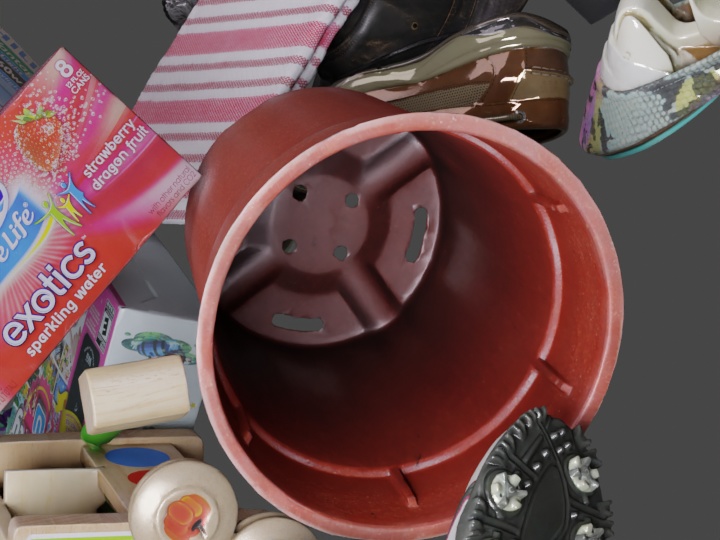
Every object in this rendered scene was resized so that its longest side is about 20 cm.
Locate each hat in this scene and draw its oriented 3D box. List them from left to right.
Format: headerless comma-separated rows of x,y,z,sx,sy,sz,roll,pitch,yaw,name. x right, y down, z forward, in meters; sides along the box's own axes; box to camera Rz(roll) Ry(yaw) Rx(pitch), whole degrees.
0.014,-0.167,1.165,0.200,0.081,0.201,-36,33,28,hat

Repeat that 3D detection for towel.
-0.078,-0.107,1.120,0.146,0.030,0.201,4,59,50,towel

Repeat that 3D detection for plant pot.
0.000,0.000,0.920,0.201,0.200,0.195,-51,23,4,plant pot

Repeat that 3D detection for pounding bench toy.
-0.124,0.122,0.919,0.156,0.123,0.202,-146,59,-66,pounding bench toy

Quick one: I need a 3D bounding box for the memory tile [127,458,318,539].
-0.082,0.198,0.853,0.201,0.153,0.017,-56,20,-2,memory tile

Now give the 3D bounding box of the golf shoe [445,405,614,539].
0.047,0.151,0.801,0.088,0.077,0.201,-23,41,51,golf shoe

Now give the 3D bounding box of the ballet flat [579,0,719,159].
0.171,-0.121,0.910,0.199,0.071,0.070,-25,41,40,ballet flat

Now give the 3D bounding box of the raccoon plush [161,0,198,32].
-0.049,-0.215,1.304,0.199,0.097,0.135,-20,37,36,raccoon plush

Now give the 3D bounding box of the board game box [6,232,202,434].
-0.153,0.090,1.075,0.148,0.064,0.201,46,123,60,board game box

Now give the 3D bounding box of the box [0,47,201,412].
-0.187,-0.004,0.953,0.200,0.100,0.095,-50,11,-14,box

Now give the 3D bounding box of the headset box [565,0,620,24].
0.165,-0.243,1.041,0.148,0.075,0.201,-29,37,35,headset box

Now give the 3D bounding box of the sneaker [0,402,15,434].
-0.204,0.101,1.184,0.201,0.087,0.074,-55,30,-2,sneaker

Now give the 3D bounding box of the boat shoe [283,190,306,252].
-0.073,-0.060,1.205,0.201,0.071,0.076,-83,19,-44,boat shoe

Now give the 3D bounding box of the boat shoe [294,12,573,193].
0.034,-0.077,1.048,0.199,0.075,0.074,-23,70,39,boat shoe

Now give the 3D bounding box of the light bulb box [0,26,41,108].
-0.248,-0.056,1.246,0.125,0.198,0.200,-44,10,13,light bulb box
